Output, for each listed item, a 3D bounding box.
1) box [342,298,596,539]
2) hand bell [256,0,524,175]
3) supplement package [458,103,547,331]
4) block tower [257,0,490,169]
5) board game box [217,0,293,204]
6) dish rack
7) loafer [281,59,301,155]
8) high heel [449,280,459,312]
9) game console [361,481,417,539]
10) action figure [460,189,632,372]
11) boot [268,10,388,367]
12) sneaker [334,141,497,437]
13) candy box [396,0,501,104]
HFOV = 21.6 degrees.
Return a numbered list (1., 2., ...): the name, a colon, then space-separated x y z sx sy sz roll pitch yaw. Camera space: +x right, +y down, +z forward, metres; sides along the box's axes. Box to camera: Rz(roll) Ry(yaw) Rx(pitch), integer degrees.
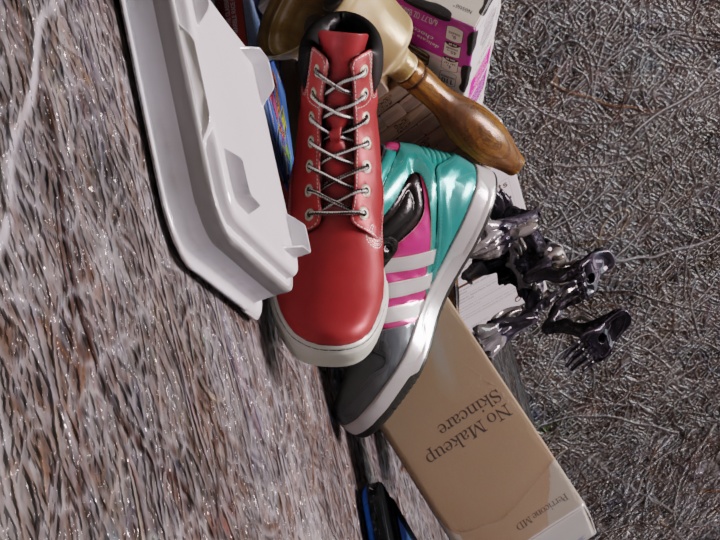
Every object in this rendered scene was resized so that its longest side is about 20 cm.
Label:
1. box: 0.072 0.119 1.317 0.201 0.095 0.078 55 -3 26
2. hand bell: 0.038 -0.124 1.240 0.200 0.104 0.105 38 26 -28
3. supplement package: 0.074 -0.058 1.729 0.121 0.119 0.201 48 -18 51
4. block tower: 0.008 -0.135 1.301 0.200 0.058 0.054 50 19 -18
5. board game box: -0.070 -0.136 1.244 0.103 0.019 0.201 66 12 -49
6. dish rack: -0.072 -0.073 0.995 0.200 0.043 0.173 46 31 -75
7. loafer: -0.015 -0.063 1.341 0.076 0.067 0.202 46 30 -76
8. high heel: 0.059 0.056 1.472 0.200 0.071 0.144 -117 -142 -61
9. game console: 0.086 0.245 1.317 0.200 0.117 0.172 65 13 -60
10. action figure: 0.123 0.006 1.468 0.200 0.101 0.120 30 -40 62
11. boot: -0.016 -0.055 1.105 0.145 0.072 0.201 94 -3 -45
12. sneaker: 0.000 0.000 1.257 0.201 0.120 0.084 -66 -161 -4
13. candy box: 0.026 -0.165 1.392 0.061 0.135 0.201 -61 168 -26
